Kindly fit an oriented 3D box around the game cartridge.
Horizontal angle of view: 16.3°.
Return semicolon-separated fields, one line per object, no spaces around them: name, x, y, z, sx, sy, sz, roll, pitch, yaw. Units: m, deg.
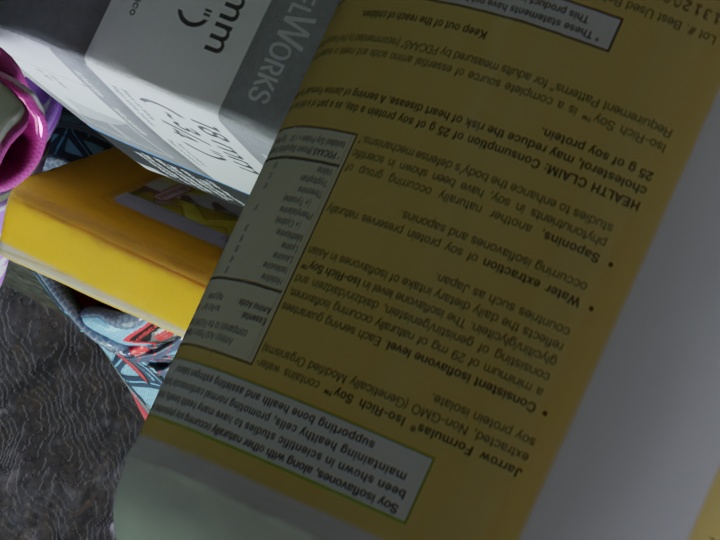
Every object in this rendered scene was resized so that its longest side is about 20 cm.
game cartridge;0.000;0.000;0.893;0.199;0.033;0.176;21;-160;18

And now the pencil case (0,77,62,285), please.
pencil case;-0.165;-0.027;0.919;0.084;0.086;0.200;-6;151;-25

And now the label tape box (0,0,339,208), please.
label tape box;0.004;-0.044;0.688;0.199;0.063;0.144;22;173;24

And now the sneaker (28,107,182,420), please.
sneaker;-0.081;0.022;1.001;0.200;0.079;0.096;47;-172;-9

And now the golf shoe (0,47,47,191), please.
golf shoe;-0.129;-0.040;0.659;0.091;0.076;0.200;19;-175;-8

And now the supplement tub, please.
supplement tub;0.038;0.025;0.507;0.145;0.201;0.145;25;173;3
